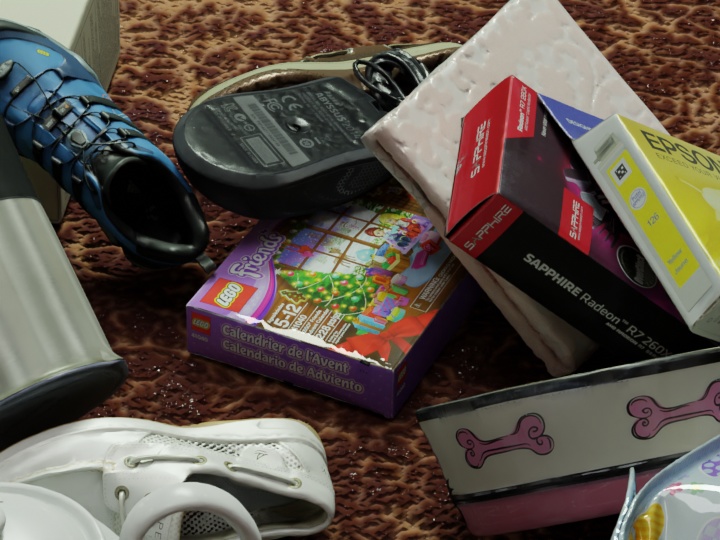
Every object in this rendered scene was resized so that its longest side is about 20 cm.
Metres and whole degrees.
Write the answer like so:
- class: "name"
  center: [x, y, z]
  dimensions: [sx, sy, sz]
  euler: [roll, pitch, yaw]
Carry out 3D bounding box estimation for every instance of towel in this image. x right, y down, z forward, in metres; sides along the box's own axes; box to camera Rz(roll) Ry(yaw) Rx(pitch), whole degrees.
- class: "towel"
  center: [0.113, -0.057, 1.718]
  dimensions: [0.191, 0.032, 0.200]
  euler: [50, 48, -3]

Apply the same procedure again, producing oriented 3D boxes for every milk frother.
- class: "milk frother"
  center: [-0.219, 0.012, 1.621]
  dimensions: [0.200, 0.180, 0.189]
  euler: [-5, 65, -58]

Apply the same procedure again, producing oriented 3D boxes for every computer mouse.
- class: "computer mouse"
  center: [-0.025, -0.069, 1.730]
  dimensions: [0.199, 0.053, 0.139]
  euler: [-10, 46, -29]

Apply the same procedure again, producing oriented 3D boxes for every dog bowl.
- class: "dog bowl"
  center: [0.133, 0.090, 1.496]
  dimensions: [0.199, 0.074, 0.200]
  euler: [-11, -5, -1]

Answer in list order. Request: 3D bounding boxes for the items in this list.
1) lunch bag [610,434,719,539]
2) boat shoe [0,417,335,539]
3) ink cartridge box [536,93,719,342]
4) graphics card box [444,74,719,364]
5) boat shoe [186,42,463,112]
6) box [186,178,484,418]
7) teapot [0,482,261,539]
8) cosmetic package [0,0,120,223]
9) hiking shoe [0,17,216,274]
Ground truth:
- class: "lunch bag"
  center: [0.179, 0.173, 1.381]
  dimensions: [0.200, 0.170, 0.127]
  euler: [-28, 48, -33]
- class: "boat shoe"
  center: [-0.110, 0.123, 1.517]
  dimensions: [0.199, 0.071, 0.069]
  euler: [-7, 36, -13]
- class: "ink cartridge box"
  center: [0.218, -0.025, 1.642]
  dimensions: [0.197, 0.047, 0.200]
  euler: [17, 36, -42]
- class: "graphics card box"
  center: [0.144, -0.014, 1.644]
  dimensions: [0.200, 0.051, 0.126]
  euler: [36, 33, -17]
- class: "boat shoe"
  center: [-0.021, -0.108, 1.840]
  dimensions: [0.202, 0.075, 0.075]
  euler: [-8, 19, -16]
- class: "box"
  center: [0.000, 0.000, 1.711]
  dimensions: [0.136, 0.039, 0.200]
  euler: [16, 39, 19]
- class: "teapot"
  center: [-0.178, 0.172, 1.388]
  dimensions: [0.197, 0.146, 0.200]
  euler: [19, 39, 21]
- class: "cosmetic package"
  center: [-0.208, -0.130, 1.824]
  dimensions: [0.073, 0.104, 0.200]
  euler: [5, 36, 6]
- class: "hiking shoe"
  center: [-0.160, -0.079, 1.678]
  dimensions: [0.074, 0.200, 0.087]
  euler: [-51, 18, -10]
